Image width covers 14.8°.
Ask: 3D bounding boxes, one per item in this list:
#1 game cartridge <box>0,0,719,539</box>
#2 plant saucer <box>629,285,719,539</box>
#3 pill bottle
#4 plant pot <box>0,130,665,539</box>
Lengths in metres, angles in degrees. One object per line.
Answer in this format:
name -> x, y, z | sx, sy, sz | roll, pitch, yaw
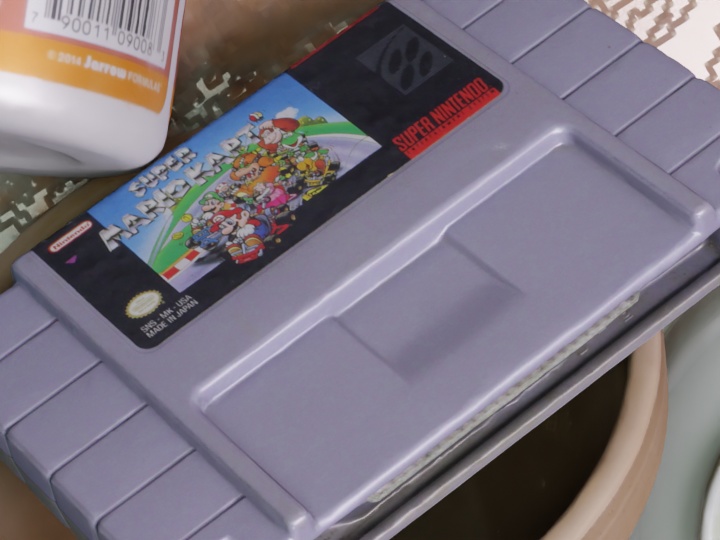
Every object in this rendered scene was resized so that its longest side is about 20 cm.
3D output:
game cartridge -> 0.000, 0.000, 0.710 | 0.200, 0.038, 0.130 | -37, 54, -18
plant saucer -> 0.152, 0.077, 0.773 | 0.200, 0.050, 0.201 | 3, 96, 27
pill bottle -> -0.094, -0.131, 0.744 | 0.112, 0.112, 0.201 | 8, 84, -4
plant pot -> -0.012, 0.057, 0.756 | 0.200, 0.201, 0.093 | -19, 136, -1
